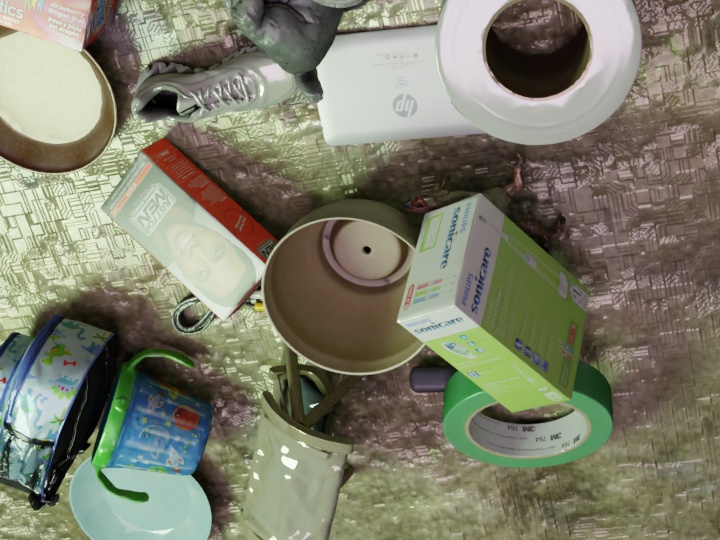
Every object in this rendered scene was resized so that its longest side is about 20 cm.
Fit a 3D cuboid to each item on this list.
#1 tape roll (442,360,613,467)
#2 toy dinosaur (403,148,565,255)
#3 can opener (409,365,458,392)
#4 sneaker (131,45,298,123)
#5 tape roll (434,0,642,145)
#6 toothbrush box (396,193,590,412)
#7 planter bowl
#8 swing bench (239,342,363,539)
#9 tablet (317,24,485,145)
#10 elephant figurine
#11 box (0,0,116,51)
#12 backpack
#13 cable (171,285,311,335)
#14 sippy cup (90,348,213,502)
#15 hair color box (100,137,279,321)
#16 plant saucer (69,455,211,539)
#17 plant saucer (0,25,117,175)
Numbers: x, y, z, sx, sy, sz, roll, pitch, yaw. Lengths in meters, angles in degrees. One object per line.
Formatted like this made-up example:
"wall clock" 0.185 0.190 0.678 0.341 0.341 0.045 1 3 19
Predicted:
"tape roll" 0.198 0.168 1.575 0.200 0.048 0.201 3 145 2
"toy dinosaur" 0.146 -0.050 1.498 0.135 0.086 0.200 -17 130 30
"can opener" 0.159 0.112 1.608 0.200 0.053 0.067 -2 86 13
"sneaker" -0.160 -0.198 1.474 0.200 0.081 0.075 -8 115 14
"tape roll" 0.178 -0.243 1.338 0.202 0.139 0.203 3 117 5
"toothbrush box" 0.147 0.038 1.425 0.086 0.146 0.200 -18 135 41
"planter bowl" 0.000 0.000 1.519 0.200 0.135 0.200 5 119 9
"swing bench" -0.070 0.219 1.616 0.130 0.200 0.199 15 120 3
"tablet" 0.047 -0.204 1.467 0.200 0.014 0.130 -3 118 14
"elephant figurine" -0.039 -0.311 1.367 0.200 0.142 0.155 -40 135 11
"box" -0.367 -0.323 1.434 0.200 0.100 0.096 19 121 1
"backpack" -0.398 0.157 1.660 0.147 0.183 0.200 23 115 -3
"cable" -0.153 0.027 1.613 0.200 0.050 0.097 -15 114 17
"sippy cup" -0.262 0.200 1.692 0.130 0.140 0.178 19 133 -11
"hair color box" -0.195 -0.048 1.553 0.200 0.061 0.102 41 119 1
"plant saucer" -0.294 0.313 1.808 0.201 0.039 0.201 5 119 9
"plant saucer" -0.371 -0.204 1.529 0.200 0.037 0.201 6 126 9
